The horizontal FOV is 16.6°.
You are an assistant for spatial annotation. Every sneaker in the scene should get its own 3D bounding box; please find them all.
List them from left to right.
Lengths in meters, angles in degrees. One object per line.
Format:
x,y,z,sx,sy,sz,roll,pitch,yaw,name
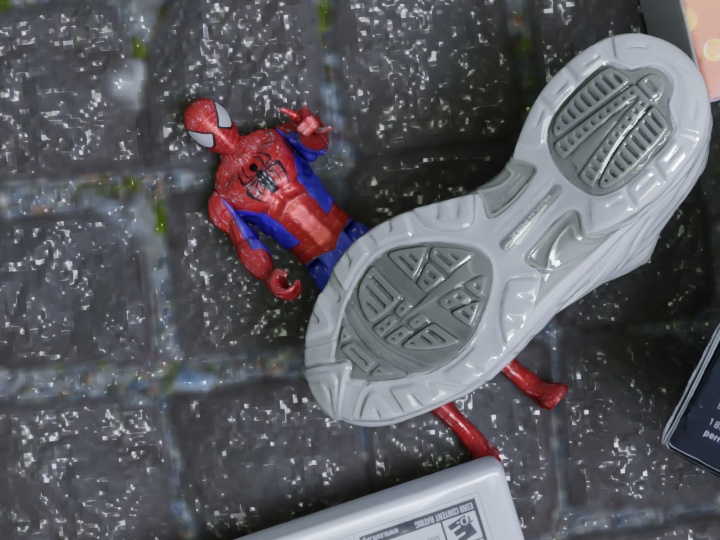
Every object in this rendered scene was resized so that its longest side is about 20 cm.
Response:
0.068,-0.003,0.975,0.200,0.099,0.078,-38,68,12,sneaker

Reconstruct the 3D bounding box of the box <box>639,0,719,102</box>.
0.167,-0.180,1.014,0.124,0.097,0.201,-15,94,-2,box

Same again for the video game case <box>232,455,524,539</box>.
-0.010,0.192,1.047,0.199,0.024,0.183,-18,107,-2,video game case

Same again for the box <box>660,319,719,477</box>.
0.243,0.021,0.966,0.124,0.200,0.198,26,91,32,box

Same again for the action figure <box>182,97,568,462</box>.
0.000,0.000,1.020,0.200,0.099,0.065,44,89,-2,action figure
